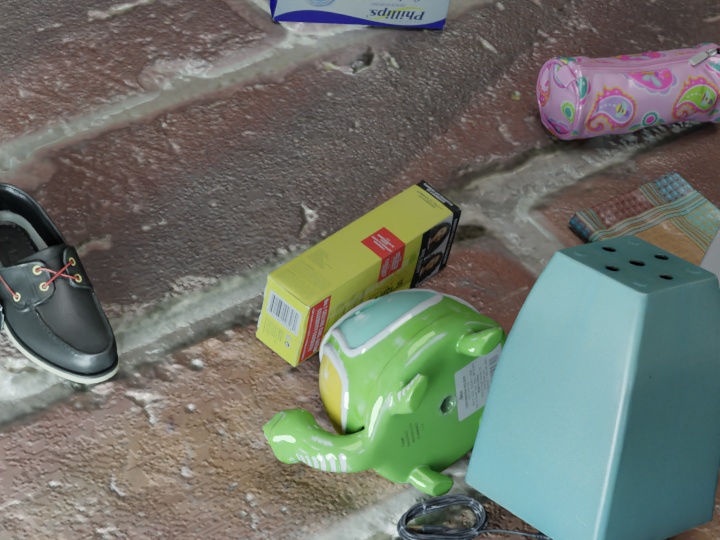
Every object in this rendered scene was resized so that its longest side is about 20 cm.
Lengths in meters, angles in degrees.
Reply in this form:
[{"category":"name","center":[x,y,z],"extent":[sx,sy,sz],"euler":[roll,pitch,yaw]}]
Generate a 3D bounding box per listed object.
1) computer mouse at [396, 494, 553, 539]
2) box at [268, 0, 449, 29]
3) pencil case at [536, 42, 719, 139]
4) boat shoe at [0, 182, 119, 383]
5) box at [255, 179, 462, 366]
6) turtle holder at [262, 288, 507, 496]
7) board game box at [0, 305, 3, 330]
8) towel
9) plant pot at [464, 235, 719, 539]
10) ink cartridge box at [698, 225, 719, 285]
[{"category":"computer mouse","center":[0.126,0.207,1.475],"extent":[0.199,0.034,0.059],"euler":[9,58,2]},{"category":"box","center":[-0.009,-0.349,1.984],"extent":[0.183,0.105,0.200],"euler":[1,44,-14]},{"category":"pencil case","center":[0.273,-0.178,1.890],"extent":[0.199,0.088,0.088],"euler":[-9,46,-22]},{"category":"boat shoe","center":[-0.257,0.010,1.558],"extent":[0.073,0.063,0.201],"euler":[-17,52,-33]},{"category":"box","center":[0.000,0.000,1.629],"extent":[0.050,0.075,0.200],"euler":[37,46,24]},{"category":"turtle holder","center":[0.026,0.098,1.503],"extent":[0.132,0.141,0.186],"euler":[33,83,41]},{"category":"board game box","center":[-0.391,-0.006,1.561],"extent":[0.135,0.028,0.200],"euler":[-16,49,-30]},{"category":"towel","center":[0.306,-0.010,1.763],"extent":[0.146,0.022,0.200],"euler":[-22,53,-35]},{"category":"plant pot","center":[0.189,0.086,1.452],"extent":[0.141,0.201,0.141],"euler":[-12,30,-41]},{"category":"ink cartridge box","center":[0.299,0.038,1.563],"extent":[0.083,0.200,0.145],"euler":[27,53,10]}]
